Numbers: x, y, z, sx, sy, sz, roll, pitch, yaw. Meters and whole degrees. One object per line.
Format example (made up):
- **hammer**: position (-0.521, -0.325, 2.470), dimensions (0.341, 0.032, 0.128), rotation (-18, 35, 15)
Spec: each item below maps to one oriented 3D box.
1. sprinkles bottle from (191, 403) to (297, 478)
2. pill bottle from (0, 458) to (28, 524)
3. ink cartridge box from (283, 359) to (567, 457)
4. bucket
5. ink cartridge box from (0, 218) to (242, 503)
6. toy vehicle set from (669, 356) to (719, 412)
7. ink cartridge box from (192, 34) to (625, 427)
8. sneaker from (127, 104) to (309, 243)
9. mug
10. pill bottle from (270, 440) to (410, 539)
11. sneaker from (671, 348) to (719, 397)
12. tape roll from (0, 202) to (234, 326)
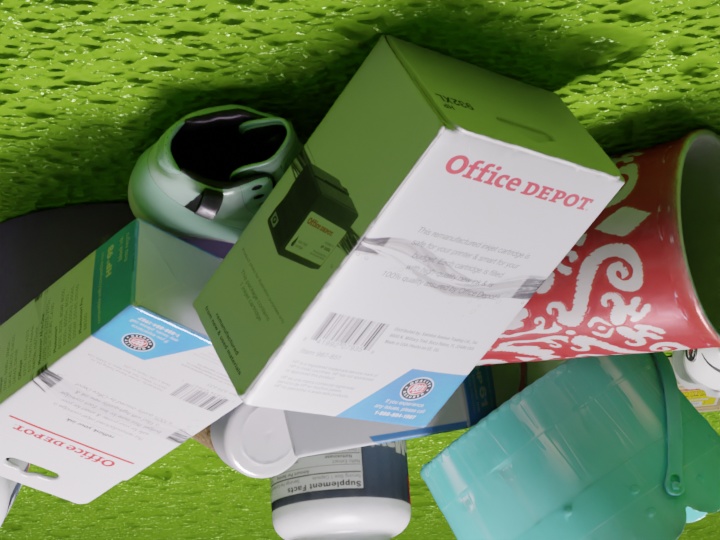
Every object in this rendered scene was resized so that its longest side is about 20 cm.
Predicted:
- **sprinkles bottle**: position (-0.111, 0.098, 1.383), dimensions (0.068, 0.068, 0.200), rotation (6, -173, -30)
- **pill bottle**: position (-0.330, 0.162, 1.443), dimensions (0.119, 0.120, 0.200), rotation (-3, -171, -2)
- **ink cartridge box**: position (0.052, 0.069, 1.333), dimensions (0.144, 0.085, 0.200), rotation (-12, -179, 29)
- **bucket**: position (0.150, 0.143, 1.245), dimensions (0.207, 0.135, 0.207), rotation (-32, 169, -7)
- **ink cartridge box**: position (-0.153, 0.061, 1.120), dimensions (0.116, 0.067, 0.200), rotation (27, 134, -35)
- **toy vehicle set**: position (0.302, 0.106, 1.698), dimensions (0.200, 0.027, 0.124), rotation (-5, 162, 4)
- **ink cartridge box**: position (0.025, -0.016, 1.015), dimensions (0.145, 0.084, 0.200), rotation (12, 125, -42)
- **sneaker**: position (-0.027, -0.047, 1.052), dimensions (0.200, 0.074, 0.118), rotation (3, 168, -14)
- **mug**: position (0.146, 0.009, 1.166), dimensions (0.200, 0.134, 0.178), rotation (-10, 138, 31)
- **pill bottle**: position (-0.018, 0.174, 1.556), dimensions (0.119, 0.200, 0.120), rotation (-3, 163, -1)
- **sneaker**: position (0.370, 0.075, 1.535), dimensions (0.200, 0.074, 0.089), rotation (0, 164, -13)
- **tape roll**: position (-0.164, 0.026, 1.249), dimensions (0.200, 0.085, 0.200), rotation (-4, 162, -1)
